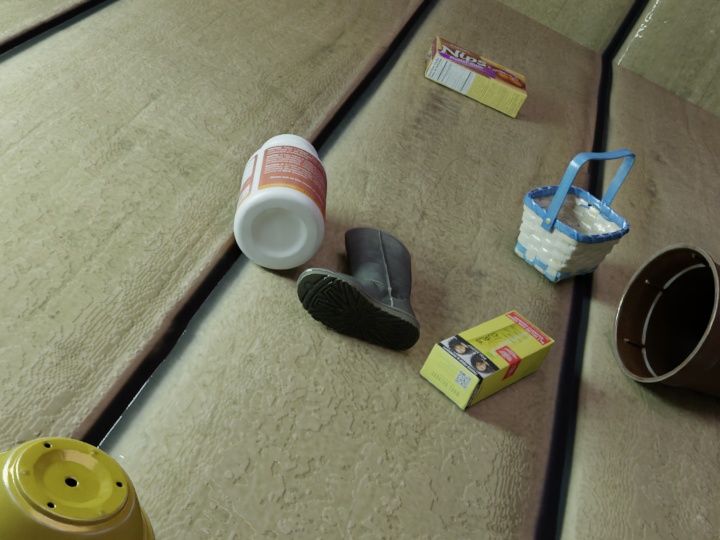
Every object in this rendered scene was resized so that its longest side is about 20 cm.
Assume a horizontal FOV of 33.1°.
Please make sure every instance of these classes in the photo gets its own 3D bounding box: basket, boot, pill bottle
[{"bbox_3d":[0.327,-0.091,1.824,0.139,0.200,0.176,44,30,28],"label":"basket"},{"bbox_3d":[-0.002,0.001,1.518,0.182,0.073,0.200,31,31,-24],"label":"boot"},{"bbox_3d":[-0.098,-0.095,1.551,0.112,0.112,0.200,22,28,-11],"label":"pill bottle"}]

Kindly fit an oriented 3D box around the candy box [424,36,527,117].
[{"bbox_3d":[0.226,-0.383,2.392,0.200,0.057,0.117,25,28,-8],"label":"candy box"}]

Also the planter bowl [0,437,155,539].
[{"bbox_3d":[-0.240,0.193,0.964,0.200,0.084,0.201,21,29,-12],"label":"planter bowl"}]

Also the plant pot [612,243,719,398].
[{"bbox_3d":[0.493,0.090,1.696,0.198,0.200,0.200,22,27,-26],"label":"plant pot"}]

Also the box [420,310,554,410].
[{"bbox_3d":[0.160,0.108,1.502,0.075,0.050,0.200,40,29,23],"label":"box"}]
